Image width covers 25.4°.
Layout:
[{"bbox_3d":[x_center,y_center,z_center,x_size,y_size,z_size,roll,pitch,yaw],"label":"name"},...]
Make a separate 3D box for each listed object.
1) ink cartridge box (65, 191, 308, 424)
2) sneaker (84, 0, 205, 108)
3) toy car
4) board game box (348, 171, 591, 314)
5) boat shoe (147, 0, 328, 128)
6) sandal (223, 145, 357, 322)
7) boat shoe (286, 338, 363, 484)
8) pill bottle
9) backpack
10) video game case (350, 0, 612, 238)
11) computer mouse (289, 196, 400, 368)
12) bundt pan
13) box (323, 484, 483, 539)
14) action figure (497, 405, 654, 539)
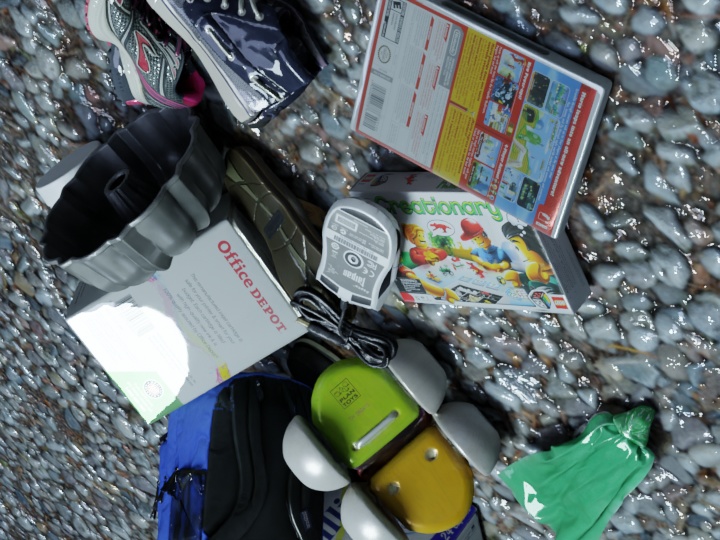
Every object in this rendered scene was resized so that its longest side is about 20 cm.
[{"bbox_3d":[-0.167,0.035,1.585,0.199,0.088,0.146,-30,111,15],"label":"ink cartridge box"},{"bbox_3d":[-0.189,-0.219,1.420,0.074,0.081,0.200,12,154,15],"label":"sneaker"},{"bbox_3d":[0.029,0.165,1.585,0.200,0.175,0.150,49,-176,-11],"label":"toy car"},{"bbox_3d":[0.092,-0.026,1.376,0.199,0.035,0.127,3,130,46],"label":"board game box"},{"bbox_3d":[-0.108,-0.223,1.344,0.092,0.075,0.200,-25,110,38],"label":"boat shoe"},{"bbox_3d":[-0.059,-0.037,1.519,0.201,0.054,0.082,54,143,8],"label":"sandal"},{"bbox_3d":[-0.016,0.162,1.690,0.202,0.063,0.073,56,148,-13],"label":"boat shoe"},{"bbox_3d":[-0.246,-0.031,1.664,0.111,0.111,0.201,-10,121,52],"label":"pill bottle"},{"bbox_3d":[-0.134,0.205,1.643,0.162,0.202,0.167,10,171,-41],"label":"backpack"},{"bbox_3d":[0.088,-0.128,1.245,0.199,0.017,0.144,30,131,20],"label":"video game case"},{"bbox_3d":[0.000,0.000,1.426,0.109,0.044,0.201,29,140,10],"label":"computer mouse"},{"bbox_3d":[-0.207,-0.061,1.518,0.201,0.203,0.076,-4,138,49],"label":"bundt pan"},{"bbox_3d":[0.006,0.316,1.733,0.199,0.184,0.105,19,142,31],"label":"box"},{"bbox_3d":[0.215,0.180,1.468,0.118,0.055,0.200,41,141,6],"label":"action figure"}]
